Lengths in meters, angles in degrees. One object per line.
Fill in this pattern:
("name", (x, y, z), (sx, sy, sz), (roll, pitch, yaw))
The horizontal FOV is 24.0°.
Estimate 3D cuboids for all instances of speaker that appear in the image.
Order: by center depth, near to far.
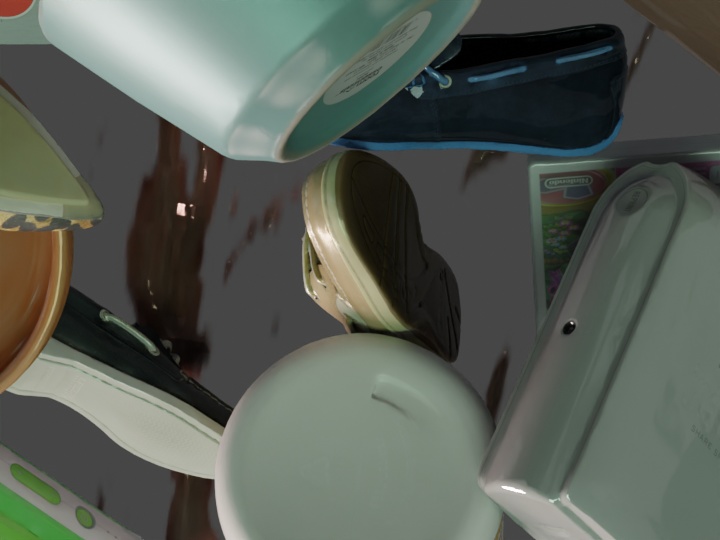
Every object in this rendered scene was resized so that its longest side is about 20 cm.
("speaker", (-0.210, 0.158, 1.012), (0.088, 0.089, 0.200), (-38, 117, 26))

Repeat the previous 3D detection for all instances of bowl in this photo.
("bowl", (-0.023, -0.121, 0.695), (0.201, 0.200, 0.105), (-43, 82, 28))

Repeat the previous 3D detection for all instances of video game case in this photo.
("video game case", (0.167, 0.016, 0.933), (0.141, 0.018, 0.202), (-4, 127, 5))

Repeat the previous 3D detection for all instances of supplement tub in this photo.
("supplement tub", (0.005, 0.127, 0.901), (0.143, 0.146, 0.200), (-2, 162, 4))

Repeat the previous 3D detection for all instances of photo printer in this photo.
("photo printer", (0.154, 0.060, 0.841), (0.069, 0.201, 0.166), (3, 148, 46))

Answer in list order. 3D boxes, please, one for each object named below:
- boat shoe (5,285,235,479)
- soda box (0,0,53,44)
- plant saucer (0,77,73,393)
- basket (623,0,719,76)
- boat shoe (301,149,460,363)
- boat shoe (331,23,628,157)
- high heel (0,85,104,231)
("boat shoe", (-0.136, 0.053, 0.946), (0.199, 0.061, 0.075), (32, 142, -22))
("soda box", (-0.195, -0.149, 0.791), (0.197, 0.069, 0.064), (0, 130, 2))
("plant saucer", (-0.233, -0.025, 0.865), (0.198, 0.037, 0.203), (4, 105, 16))
("basket", (0.191, -0.147, 0.740), (0.199, 0.137, 0.180), (28, 146, -12))
("boat shoe", (0.000, 0.000, 0.861), (0.064, 0.073, 0.200), (-2, 160, 17))
("boat shoe", (0.033, -0.103, 0.824), (0.198, 0.084, 0.069), (-1, 121, -18))
("high heel", (-0.229, -0.046, 0.824), (0.198, 0.072, 0.143), (25, 147, -12))
